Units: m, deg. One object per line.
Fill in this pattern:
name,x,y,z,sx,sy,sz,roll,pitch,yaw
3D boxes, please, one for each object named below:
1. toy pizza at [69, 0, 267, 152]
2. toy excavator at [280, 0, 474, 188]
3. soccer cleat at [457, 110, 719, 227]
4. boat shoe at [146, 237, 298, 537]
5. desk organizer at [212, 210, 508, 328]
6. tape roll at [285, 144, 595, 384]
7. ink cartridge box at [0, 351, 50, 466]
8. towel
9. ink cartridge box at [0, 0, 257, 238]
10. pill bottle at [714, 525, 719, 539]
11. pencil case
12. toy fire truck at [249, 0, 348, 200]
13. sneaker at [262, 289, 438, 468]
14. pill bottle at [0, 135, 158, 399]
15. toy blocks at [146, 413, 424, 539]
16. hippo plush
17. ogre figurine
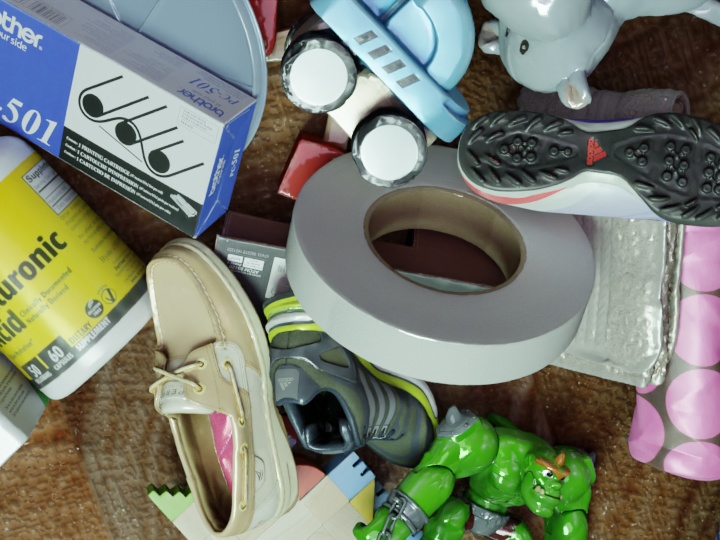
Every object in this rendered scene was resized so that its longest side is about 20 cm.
toy pizza,-0.143,-0.153,1.049,0.200,0.032,0.201,16,126,23
toy excavator,0.027,-0.184,0.995,0.200,0.100,0.194,-42,103,12
soccer cleat,0.162,-0.063,1.014,0.199,0.073,0.068,6,82,7
boat shoe,-0.100,0.079,1.045,0.074,0.069,0.201,-13,100,42
desk organizer,0.000,0.000,1.093,0.199,0.077,0.072,11,128,-4
tape roll,0.051,-0.009,1.031,0.202,0.203,0.037,10,129,-4
ink cartridge box,-0.309,0.050,1.070,0.084,0.146,0.200,-44,99,8
towel,0.157,-0.026,1.088,0.132,0.034,0.201,10,104,41
ink cartridge box,-0.170,-0.112,1.041,0.200,0.044,0.094,30,129,13
pill bottle,0.313,0.183,1.113,0.119,0.120,0.201,10,114,-4
pencil case,0.230,0.040,1.118,0.091,0.094,0.201,12,106,41
toy fire truck,-0.045,-0.161,1.082,0.141,0.049,0.200,26,100,-7
sneaker,-0.010,0.093,1.075,0.074,0.081,0.200,-10,145,29
pill bottle,-0.236,-0.019,1.075,0.111,0.111,0.200,-42,99,7
toy blocks,-0.036,0.181,1.142,0.137,0.100,0.200,-42,100,-5
hippo plush,0.139,-0.198,1.025,0.161,0.159,0.200,-38,140,-3
ogre figurine,0.094,0.167,1.130,0.199,0.098,0.120,21,90,-14
